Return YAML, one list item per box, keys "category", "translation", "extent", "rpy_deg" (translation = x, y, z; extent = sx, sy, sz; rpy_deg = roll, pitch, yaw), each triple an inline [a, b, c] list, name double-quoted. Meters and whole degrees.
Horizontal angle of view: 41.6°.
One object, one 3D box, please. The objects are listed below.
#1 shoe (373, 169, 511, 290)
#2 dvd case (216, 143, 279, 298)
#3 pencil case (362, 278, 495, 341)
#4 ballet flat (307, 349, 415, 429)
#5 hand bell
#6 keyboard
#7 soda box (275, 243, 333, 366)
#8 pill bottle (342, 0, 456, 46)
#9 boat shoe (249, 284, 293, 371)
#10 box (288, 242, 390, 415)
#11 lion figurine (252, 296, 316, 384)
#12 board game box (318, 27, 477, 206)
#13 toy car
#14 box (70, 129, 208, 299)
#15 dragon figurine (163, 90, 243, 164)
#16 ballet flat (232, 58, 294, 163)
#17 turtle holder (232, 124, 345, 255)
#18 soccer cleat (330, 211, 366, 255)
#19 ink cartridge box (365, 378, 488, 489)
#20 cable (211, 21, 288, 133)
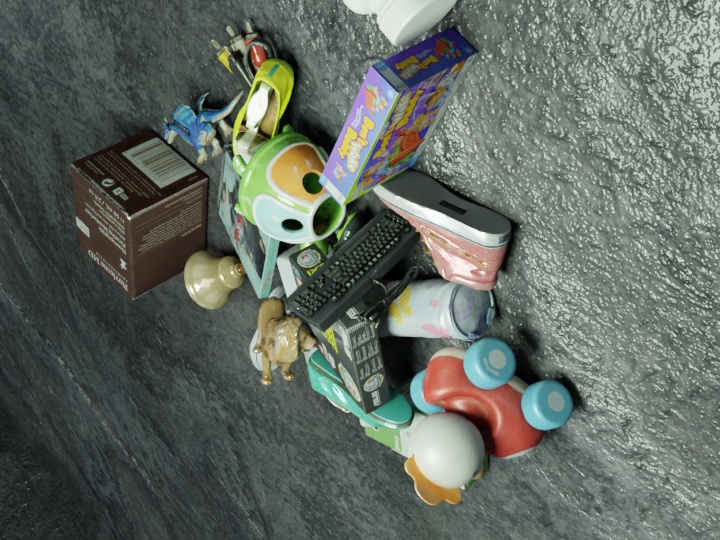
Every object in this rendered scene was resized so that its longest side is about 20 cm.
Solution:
- category: "shoe"
  translation: [0.092, -0.051, 1.178]
  extent: [0.200, 0.071, 0.091]
  rpy_deg: [29, 131, 27]
- category: "dvd case"
  translation: [-0.176, -0.076, 1.470]
  extent: [0.200, 0.022, 0.146]
  rpy_deg: [63, 152, 32]
- category: "pencil case"
  translation: [0.084, 0.050, 1.257]
  extent: [0.200, 0.091, 0.083]
  rpy_deg: [-3, 85, 49]
- category: "ballet flat"
  translation: [0.001, 0.187, 1.390]
  extent: [0.200, 0.067, 0.071]
  rpy_deg: [31, 137, 32]
- category: "hand bell"
  translation: [-0.190, -0.007, 1.565]
  extent: [0.200, 0.104, 0.104]
  rpy_deg: [-18, 103, 41]
- category: "keyboard"
  translation: [0.009, 0.004, 1.213]
  extent: [0.127, 0.200, 0.021]
  rpy_deg: [31, 154, 32]
- category: "soda box"
  translation: [-0.062, 0.057, 1.452]
  extent: [0.064, 0.068, 0.200]
  rpy_deg: [13, 126, 45]
- category: "pill bottle"
  translation: [0.012, -0.344, 1.004]
  extent: [0.200, 0.120, 0.120]
  rpy_deg: [53, 145, 5]
- category: "boat shoe"
  translation: [-0.134, 0.113, 1.577]
  extent: [0.067, 0.073, 0.200]
  rpy_deg: [42, 142, 24]
- category: "box"
  translation: [-0.027, 0.082, 1.302]
  extent: [0.160, 0.044, 0.200]
  rpy_deg: [51, 162, 37]
- category: "lion figurine"
  translation: [-0.128, 0.089, 1.434]
  extent: [0.200, 0.072, 0.123]
  rpy_deg: [-127, 36, -54]
- category: "board game box"
  translation: [0.039, -0.173, 1.091]
  extent: [0.045, 0.134, 0.200]
  rpy_deg: [48, 145, 13]
- category: "toy car"
  translation: [0.133, 0.216, 1.196]
  extent: [0.177, 0.200, 0.184]
  rpy_deg: [36, 151, -9]
- category: "box"
  translation: [-0.375, -0.097, 1.624]
  extent: [0.166, 0.164, 0.200]
  rpy_deg: [39, 141, 24]
- category: "dragon figurine"
  translation: [-0.248, -0.234, 1.456]
  extent: [0.100, 0.059, 0.200]
  rpy_deg: [52, 146, 7]
- category: "ballet flat"
  translation: [-0.143, -0.199, 1.303]
  extent: [0.067, 0.067, 0.200]
  rpy_deg: [25, 131, 1]
- category: "turtle holder"
  translation: [-0.092, -0.092, 1.304]
  extent: [0.132, 0.141, 0.186]
  rpy_deg: [36, 127, 27]
- category: "soccer cleat"
  translation: [0.000, 0.000, 1.347]
  extent: [0.081, 0.068, 0.200]
  rpy_deg: [25, 139, 17]
- category: "ink cartridge box"
  translation: [0.093, 0.230, 1.408]
  extent: [0.200, 0.059, 0.104]
  rpy_deg: [22, 132, 40]
- category: "cable"
  translation: [-0.129, -0.254, 1.333]
  extent: [0.097, 0.050, 0.200]
  rpy_deg: [-14, 119, 36]
